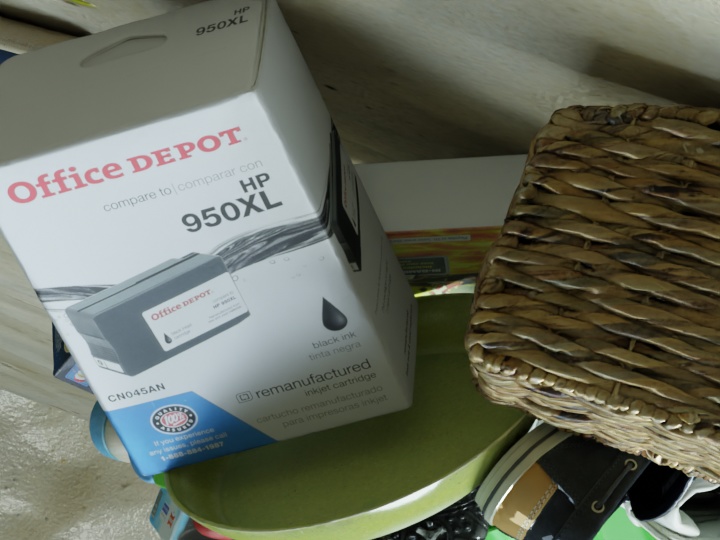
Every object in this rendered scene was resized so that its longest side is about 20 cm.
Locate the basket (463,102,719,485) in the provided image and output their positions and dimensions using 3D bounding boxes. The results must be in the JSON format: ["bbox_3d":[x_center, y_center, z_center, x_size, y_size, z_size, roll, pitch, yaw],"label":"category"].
[{"bbox_3d":[0.155,0.013,1.160,0.200,0.143,0.149,19,173,7],"label":"basket"}]

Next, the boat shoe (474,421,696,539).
[{"bbox_3d":[0.135,0.084,1.283,0.062,0.075,0.200,42,-139,19],"label":"boat shoe"}]

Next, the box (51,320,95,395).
[{"bbox_3d":[-0.105,0.047,1.733,0.200,0.038,0.137,26,-147,-28],"label":"box"}]

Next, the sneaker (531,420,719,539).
[{"bbox_3d":[0.128,0.092,1.402,0.200,0.074,0.116,16,-172,-22],"label":"sneaker"}]

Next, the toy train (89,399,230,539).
[{"bbox_3d":[-0.047,0.087,1.536,0.200,0.085,0.116,-8,-164,-43],"label":"toy train"}]

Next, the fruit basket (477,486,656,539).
[{"bbox_3d":[0.125,0.098,1.653,0.216,0.216,0.156,24,169,-17],"label":"fruit basket"}]

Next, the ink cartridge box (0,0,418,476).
[{"bbox_3d":[-0.074,-0.014,1.259,0.145,0.084,0.200,-15,127,15],"label":"ink cartridge box"}]

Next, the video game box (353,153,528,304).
[{"bbox_3d":[0.000,0.000,1.400,0.200,0.047,0.182,-3,159,4],"label":"video game box"}]

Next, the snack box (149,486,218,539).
[{"bbox_3d":[-0.022,0.174,1.599,0.200,0.037,0.116,21,179,-10],"label":"snack box"}]

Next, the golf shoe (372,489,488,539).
[{"bbox_3d":[0.004,0.124,1.617,0.200,0.078,0.094,21,179,33],"label":"golf shoe"}]

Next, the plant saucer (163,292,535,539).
[{"bbox_3d":[0.004,0.077,1.299,0.200,0.200,0.031,9,128,49],"label":"plant saucer"}]

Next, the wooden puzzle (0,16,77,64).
[{"bbox_3d":[-0.205,-0.102,1.534,0.185,0.046,0.200,16,169,23],"label":"wooden puzzle"}]
